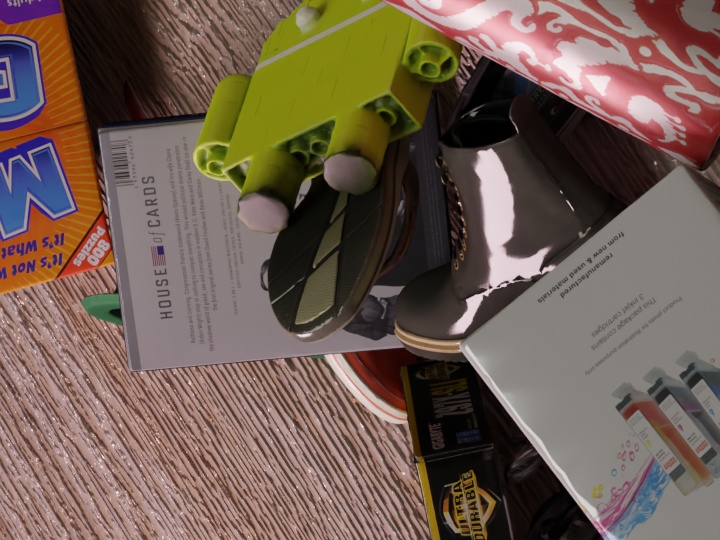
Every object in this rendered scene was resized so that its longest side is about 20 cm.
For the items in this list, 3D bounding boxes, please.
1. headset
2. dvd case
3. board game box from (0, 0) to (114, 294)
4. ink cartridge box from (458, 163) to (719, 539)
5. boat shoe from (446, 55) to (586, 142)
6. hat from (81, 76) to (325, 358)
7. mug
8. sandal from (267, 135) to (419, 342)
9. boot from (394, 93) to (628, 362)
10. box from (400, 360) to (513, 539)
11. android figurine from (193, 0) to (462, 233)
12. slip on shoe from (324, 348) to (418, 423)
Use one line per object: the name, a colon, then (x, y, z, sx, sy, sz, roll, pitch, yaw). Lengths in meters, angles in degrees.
headset: (0.133, 0.165, 1.504, 0.123, 0.094, 0.200, 20, 134, 46)
dvd case: (-0.047, -0.022, 1.573, 0.025, 0.199, 0.151, -73, -23, -77)
board game box: (-0.301, -0.092, 1.800, 0.200, 0.200, 0.200, -149, 46, -68)
ink cartridge box: (0.177, 0.075, 1.307, 0.145, 0.145, 0.200, -39, 75, 10)
boat shoe: (0.098, -0.119, 1.422, 0.070, 0.066, 0.200, 57, 143, 16)
hat: (-0.088, -0.047, 1.696, 0.199, 0.166, 0.176, 8, 80, 11)
mug: (0.119, -0.162, 1.292, 0.200, 0.133, 0.178, 33, 110, 9)
sandal: (0.004, -0.032, 1.462, 0.080, 0.201, 0.057, -26, 119, 30)
boot: (0.064, -0.029, 1.464, 0.200, 0.078, 0.138, -19, 123, 43)
box: (0.063, 0.150, 1.535, 0.200, 0.049, 0.160, -96, -4, -77)
android figurine: (-0.012, -0.110, 1.485, 0.182, 0.200, 0.041, -22, 126, 34)
slip on shoe: (0.000, 0.000, 1.619, 0.061, 0.074, 0.200, -15, 101, 26)
